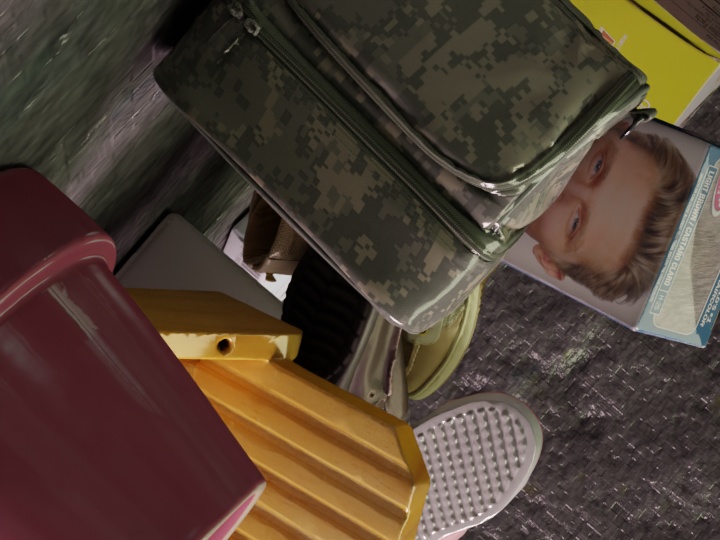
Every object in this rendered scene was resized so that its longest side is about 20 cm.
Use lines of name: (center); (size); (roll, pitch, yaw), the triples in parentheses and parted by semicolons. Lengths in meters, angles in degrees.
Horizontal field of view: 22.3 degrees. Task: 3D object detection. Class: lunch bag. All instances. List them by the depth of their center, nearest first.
lunch bag: (0.023, -0.096, 0.890); (0.168, 0.200, 0.139); (-45, 175, 14)

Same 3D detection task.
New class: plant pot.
plant pot: (-0.150, 0.085, 0.831); (0.200, 0.179, 0.200); (-49, 175, -6)

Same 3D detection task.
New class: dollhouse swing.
dollhouse swing: (-0.095, 0.135, 0.994); (0.181, 0.176, 0.201); (3, 110, -38)

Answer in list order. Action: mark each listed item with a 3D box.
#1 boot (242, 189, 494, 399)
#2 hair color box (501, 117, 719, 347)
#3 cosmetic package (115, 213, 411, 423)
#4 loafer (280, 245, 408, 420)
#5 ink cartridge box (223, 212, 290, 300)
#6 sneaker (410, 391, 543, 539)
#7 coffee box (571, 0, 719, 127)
boot: (0.000, 0.000, 1.121); (0.154, 0.073, 0.201); (2, 136, -19)
hair color box: (0.113, -0.044, 0.967); (0.060, 0.200, 0.101); (14, 100, -41)
cosmetic package: (-0.091, 0.095, 1.193); (0.165, 0.200, 0.165); (-50, 174, -5)
loafer: (-0.007, 0.058, 1.063); (0.071, 0.073, 0.201); (1, 115, -40)
ink cartridge box: (-0.037, -0.043, 1.446); (0.200, 0.047, 0.160); (-44, 172, -28)
sneaker: (0.051, 0.131, 1.163); (0.200, 0.075, 0.105); (-49, 176, 32)
coffee box: (0.229, -0.231, 1.484); (0.198, 0.200, 0.200); (-45, 172, -30)
